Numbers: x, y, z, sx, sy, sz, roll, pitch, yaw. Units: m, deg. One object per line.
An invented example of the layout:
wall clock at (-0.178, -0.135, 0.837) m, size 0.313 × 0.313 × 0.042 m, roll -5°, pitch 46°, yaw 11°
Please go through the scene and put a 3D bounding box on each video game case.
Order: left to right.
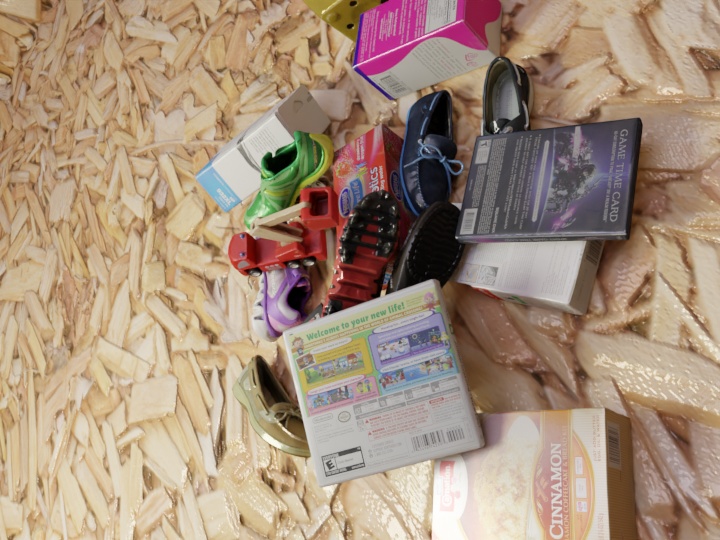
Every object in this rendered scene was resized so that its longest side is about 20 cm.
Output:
video game case at (0.020, 0.127, 0.781) m, size 0.198 × 0.022 × 0.185 m, roll -20°, pitch 78°, yaw 20°
video game case at (0.212, -0.100, 0.804) m, size 0.198 × 0.019 × 0.145 m, roll 1°, pitch 66°, yaw 34°

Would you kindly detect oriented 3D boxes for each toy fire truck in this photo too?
toy fire truck at (-0.112, -0.051, 1.001) m, size 0.197 × 0.141 × 0.049 m, roll -11°, pitch 66°, yaw 14°

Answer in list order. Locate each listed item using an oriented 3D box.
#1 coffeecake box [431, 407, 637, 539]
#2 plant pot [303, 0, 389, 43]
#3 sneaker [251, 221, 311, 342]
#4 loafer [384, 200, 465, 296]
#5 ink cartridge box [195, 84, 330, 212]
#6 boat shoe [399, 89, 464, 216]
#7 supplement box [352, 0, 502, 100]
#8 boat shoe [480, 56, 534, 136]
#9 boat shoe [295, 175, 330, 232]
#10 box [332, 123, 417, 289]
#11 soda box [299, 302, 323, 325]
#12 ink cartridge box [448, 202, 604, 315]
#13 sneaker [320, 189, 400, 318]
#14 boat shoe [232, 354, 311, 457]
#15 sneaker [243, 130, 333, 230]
coffeecake box at (0.175, 0.229, 0.728) m, size 0.198 × 0.073 × 0.156 m, roll -13°, pitch 65°, yaw 39°
plant pot at (-0.004, -0.494, 1.138) m, size 0.194 × 0.193 × 0.203 m, roll -25°, pitch 65°, yaw 32°
sneaker at (-0.116, 0.008, 1.098) m, size 0.088 × 0.080 × 0.203 m, roll -14°, pitch 67°, yaw 30°
loafer at (0.063, 0.007, 0.864) m, size 0.202 × 0.072 × 0.071 m, roll -65°, pitch 22°, yaw -3°
ink cartridge box at (-0.162, -0.206, 1.182) m, size 0.199 × 0.084 × 0.146 m, roll -30°, pitch 20°, yaw 30°
boat shoe at (0.096, -0.167, 0.966) m, size 0.068 × 0.083 × 0.203 m, roll -28°, pitch 57°, yaw 45°
supplement box at (0.098, -0.344, 1.032) m, size 0.198 × 0.101 × 0.105 m, roll -8°, pitch 66°, yaw 39°
boat shoe at (0.187, -0.181, 0.906) m, size 0.075 × 0.060 × 0.203 m, roll -18°, pitch 61°, yaw 35°
boat shoe at (-0.076, -0.122, 1.127) m, size 0.069 × 0.071 × 0.200 m, roll -37°, pitch 36°, yaw -10°
box at (0.028, -0.087, 0.986) m, size 0.099 × 0.095 × 0.203 m, roll -23°, pitch 57°, yaw 34°
soda box at (-0.038, 0.121, 0.921) m, size 0.071 × 0.063 × 0.200 m, roll -45°, pitch 22°, yaw 5°
ink cartridge box at (0.186, -0.020, 0.845) m, size 0.198 × 0.050 × 0.110 m, roll 10°, pitch 79°, yaw 46°
sneaker at (0.000, 0.000, 0.873) m, size 0.070 × 0.098 × 0.203 m, roll 15°, pitch 90°, yaw 0°
boat shoe at (-0.123, 0.196, 1.021) m, size 0.200 × 0.073 × 0.064 m, roll 38°, pitch 103°, yaw 52°
sneaker at (-0.123, -0.139, 1.048) m, size 0.200 × 0.083 × 0.075 m, roll -45°, pitch 43°, yaw 31°
